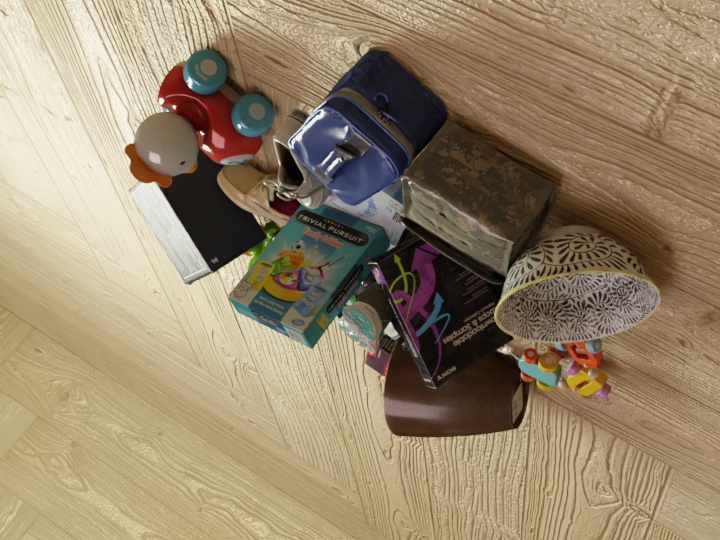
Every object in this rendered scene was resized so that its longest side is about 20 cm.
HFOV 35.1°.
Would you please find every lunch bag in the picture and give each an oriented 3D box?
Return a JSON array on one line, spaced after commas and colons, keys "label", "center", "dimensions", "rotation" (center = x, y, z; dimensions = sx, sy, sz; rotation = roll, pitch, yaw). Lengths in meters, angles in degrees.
[{"label": "lunch bag", "center": [0.142, -0.069, 1.434], "dimensions": [0.164, 0.118, 0.200], "rotation": [34, 163, 15]}, {"label": "lunch bag", "center": [0.005, -0.170, 1.421], "dimensions": [0.136, 0.132, 0.200], "rotation": [41, 158, -7]}]

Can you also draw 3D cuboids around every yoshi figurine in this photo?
[{"label": "yoshi figurine", "center": [-0.136, -0.034, 1.985], "dimensions": [0.200, 0.112, 0.113], "rotation": [-157, 64, -64]}]

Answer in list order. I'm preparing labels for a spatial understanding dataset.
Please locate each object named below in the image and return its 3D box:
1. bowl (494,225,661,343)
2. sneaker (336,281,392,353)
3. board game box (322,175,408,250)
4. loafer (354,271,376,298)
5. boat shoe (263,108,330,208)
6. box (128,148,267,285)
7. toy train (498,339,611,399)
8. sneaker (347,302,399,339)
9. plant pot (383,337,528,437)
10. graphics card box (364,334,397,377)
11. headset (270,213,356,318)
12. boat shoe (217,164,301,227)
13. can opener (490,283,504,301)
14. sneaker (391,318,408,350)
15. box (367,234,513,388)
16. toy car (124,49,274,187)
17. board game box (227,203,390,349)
[{"label": "bowl", "center": [0.259, 0.007, 1.386], "dimensions": [0.200, 0.095, 0.201], "rotation": [-2, 152, -1]}, {"label": "sneaker", "center": [0.022, 0.062, 1.659], "dimensions": [0.078, 0.091, 0.200], "rotation": [41, 167, 2]}, {"label": "board game box", "center": [-0.012, -0.116, 1.666], "dimensions": [0.199, 0.043, 0.200], "rotation": [35, 158, 5]}, {"label": "loafer", "center": [0.000, 0.000, 1.772], "dimensions": [0.063, 0.072, 0.200], "rotation": [42, -178, -5]}, {"label": "boat shoe", "center": [-0.093, -0.132, 1.587], "dimensions": [0.074, 0.086, 0.202], "rotation": [32, 156, 16]}, {"label": "box", "center": [-0.278, -0.096, 1.932], "dimensions": [0.200, 0.123, 0.198], "rotation": [59, 160, -6]}, {"label": "toy train", "center": [0.293, 0.117, 1.650], "dimensions": [0.200, 0.056, 0.150], "rotation": [-2, 134, 53]}, {"label": "sneaker", "center": [0.023, 0.051, 1.887], "dimensions": [0.115, 0.081, 0.199], "rotation": [41, 159, -13]}, {"label": "plant pot", "center": [0.166, 0.196, 1.855], "dimensions": [0.199, 0.187, 0.187], "rotation": [8, 146, 25]}, {"label": "graphics card box", "center": [0.102, 0.185, 2.067], "dimensions": [0.200, 0.051, 0.126], "rotation": [33, 157, 10]}, {"label": "headset", "center": [-0.056, 0.001, 1.795], "dimensions": [0.200, 0.094, 0.124], "rotation": [40, -164, -16]}, {"label": "boat shoe", "center": [-0.139, -0.121, 1.823], "dimensions": [0.200, 0.074, 0.069], "rotation": [31, 150, 5]}, {"label": "can opener", "center": [0.133, 0.014, 1.686], "dimensions": [0.200, 0.053, 0.067], "rotation": [16, 150, 41]}, {"label": "sneaker", "center": [0.093, 0.034, 1.653], "dimensions": [0.075, 0.201, 0.114], "rotation": [4, -172, -27]}, {"label": "box", "center": [0.115, 0.043, 1.577], "dimensions": [0.201, 0.143, 0.036], "rotation": [65, 161, -15]}, {"label": "toy car", "center": [-0.257, -0.191, 1.685], "dimensions": [0.177, 0.200, 0.184], "rotation": [42, 158, -10]}, {"label": "board game box", "center": [-0.075, 0.000, 1.666], "dimensions": [0.151, 0.200, 0.047], "rotation": [23, 155, 33]}]
